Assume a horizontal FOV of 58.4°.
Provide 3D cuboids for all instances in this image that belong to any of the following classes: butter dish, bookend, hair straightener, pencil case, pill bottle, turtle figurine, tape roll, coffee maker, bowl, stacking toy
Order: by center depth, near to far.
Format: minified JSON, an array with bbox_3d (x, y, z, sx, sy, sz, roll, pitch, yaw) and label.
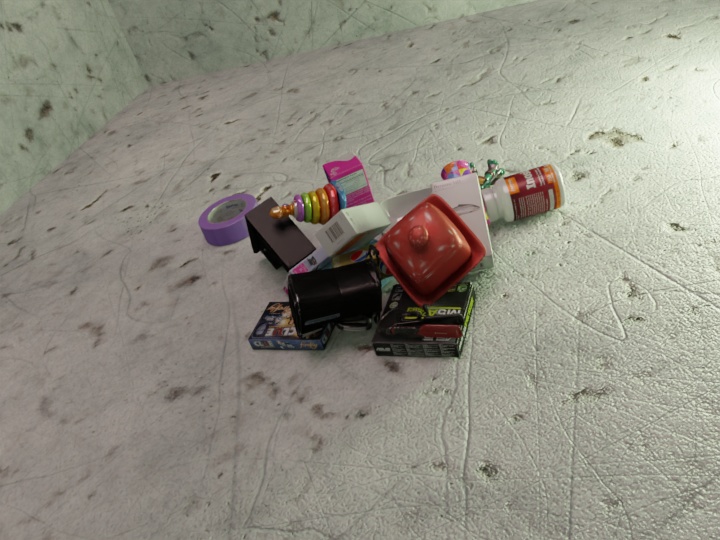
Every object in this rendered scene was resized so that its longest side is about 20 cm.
[{"bbox_3d":[0.126,0.109,1.365,0.196,0.041,0.078,-7,38,27],"label":"hair straightener"},{"bbox_3d":[0.137,-0.058,1.394,0.199,0.148,0.201,-41,69,6],"label":"butter dish"},{"bbox_3d":[-0.061,0.044,1.433,0.196,0.196,0.135,-11,22,-15],"label":"coffee maker"},{"bbox_3d":[0.409,-0.190,1.636,0.196,0.114,0.114,-16,34,5],"label":"pill bottle"},{"bbox_3d":[0.266,-0.183,1.648,0.087,0.089,0.204,-15,63,6],"label":"pencil case"},{"bbox_3d":[-0.139,-0.161,1.663,0.196,0.112,0.117,-8,36,-19],"label":"stacking toy"},{"bbox_3d":[0.150,-0.134,1.725,0.196,0.076,0.201,-15,35,9],"label":"bowl"},{"bbox_3d":[-0.211,-0.056,1.741,0.092,0.201,0.199,-36,70,-18],"label":"bookend"},{"bbox_3d":[0.323,-0.252,1.779,0.147,0.103,0.200,10,26,15],"label":"turtle figurine"},{"bbox_3d":[-0.415,-0.164,2.062,0.196,0.067,0.202,-14,34,9],"label":"tape roll"}]

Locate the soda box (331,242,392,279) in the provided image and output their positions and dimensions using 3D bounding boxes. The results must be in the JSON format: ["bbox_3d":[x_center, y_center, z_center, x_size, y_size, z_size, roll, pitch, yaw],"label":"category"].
[{"bbox_3d":[0.032,-0.018,1.552,0.196,0.069,0.064,-18,35,2],"label":"soda box"}]

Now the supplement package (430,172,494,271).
[{"bbox_3d":[0.240,-0.106,1.515,0.114,0.117,0.204,-12,75,12],"label":"supplement package"}]

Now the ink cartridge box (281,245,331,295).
[{"bbox_3d":[-0.112,-0.020,1.672,0.042,0.120,0.200,46,64,5],"label":"ink cartridge box"}]

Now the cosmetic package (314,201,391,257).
[{"bbox_3d":[-0.015,-0.103,1.583,0.101,0.072,0.199,-39,-7,29],"label":"cosmetic package"}]

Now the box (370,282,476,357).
[{"bbox_3d":[0.142,0.106,1.423,0.196,0.048,0.194,-2,37,26],"label":"box"}]

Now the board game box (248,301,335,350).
[{"bbox_3d":[-0.156,0.131,1.550,0.196,0.035,0.137,-3,38,24],"label":"board game box"}]

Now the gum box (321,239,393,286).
[{"bbox_3d":[0.000,0.000,1.643,0.199,0.045,0.168,-39,39,-26],"label":"gum box"}]

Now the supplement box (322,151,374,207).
[{"bbox_3d":[-0.022,-0.211,1.804,0.102,0.203,0.102,-22,33,-5],"label":"supplement box"}]
